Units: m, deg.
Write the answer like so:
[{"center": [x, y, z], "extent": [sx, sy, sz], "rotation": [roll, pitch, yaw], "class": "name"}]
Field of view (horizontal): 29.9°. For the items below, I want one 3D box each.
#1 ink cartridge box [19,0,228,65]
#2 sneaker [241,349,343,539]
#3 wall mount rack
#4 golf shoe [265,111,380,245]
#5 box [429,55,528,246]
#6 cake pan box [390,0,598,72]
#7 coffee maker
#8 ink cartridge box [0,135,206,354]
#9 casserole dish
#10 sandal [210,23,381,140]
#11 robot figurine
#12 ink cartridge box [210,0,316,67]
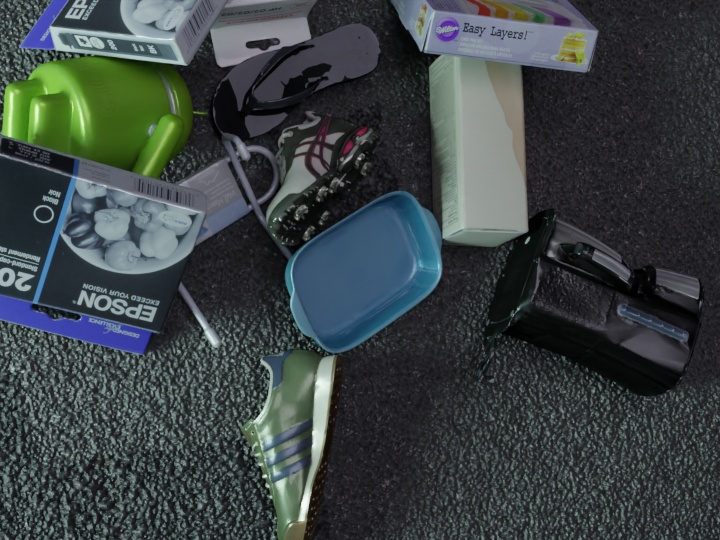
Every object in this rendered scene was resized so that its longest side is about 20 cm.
[{"center": [-0.215, -0.287, 1.317], "extent": [0.198, 0.044, 0.199], "rotation": [9, 55, 24], "class": "ink cartridge box"}, {"center": [-0.077, 0.177, 1.355], "extent": [0.089, 0.067, 0.203], "rotation": [10, 89, 10], "class": "sneaker"}, {"center": [-0.144, -0.033, 1.364], "extent": [0.199, 0.074, 0.175], "rotation": [-32, 114, -17], "class": "wall mount rack"}, {"center": [-0.058, -0.095, 1.370], "extent": [0.088, 0.078, 0.200], "rotation": [29, 38, 9], "class": "golf shoe"}, {"center": [0.124, -0.132, 1.440], "extent": [0.077, 0.095, 0.203], "rotation": [2, 82, -17], "class": "box"}, {"center": [0.134, -0.272, 1.427], "extent": [0.182, 0.201, 0.053], "rotation": [7, 116, -14], "class": "cake pan box"}, {"center": [0.243, 0.059, 1.435], "extent": [0.198, 0.135, 0.194], "rotation": [24, 99, -9], "class": "coffee maker"}, {"center": [-0.267, -0.009, 1.264], "extent": [0.196, 0.044, 0.201], "rotation": [15, 121, -17], "class": "ink cartridge box"}, {"center": [0.000, 0.000, 1.389], "extent": [0.199, 0.039, 0.122], "rotation": [-34, 108, -29], "class": "casserole dish"}, {"center": [-0.071, -0.205, 1.412], "extent": [0.199, 0.043, 0.077], "rotation": [-31, 93, -8], "class": "sandal"}, {"center": [-0.247, -0.150, 1.310], "extent": [0.199, 0.175, 0.117], "rotation": [-16, 122, -46], "class": "robot figurine"}, {"center": [-0.113, -0.326, 1.421], "extent": [0.114, 0.068, 0.202], "rotation": [-11, 84, -16], "class": "ink cartridge box"}]
